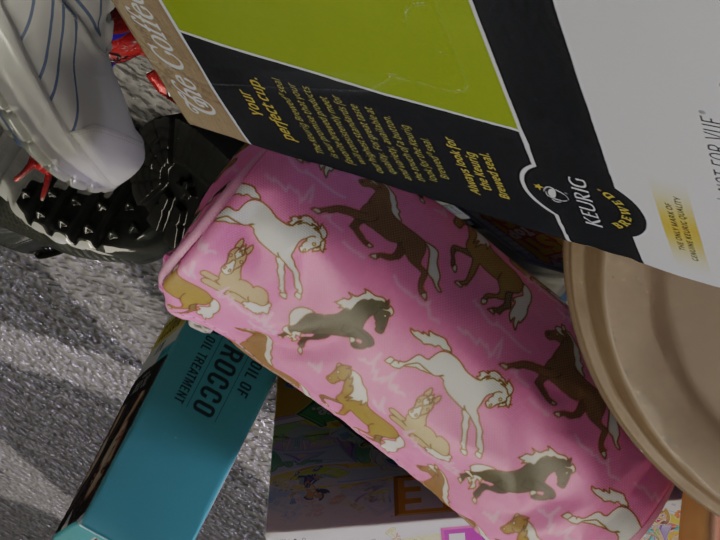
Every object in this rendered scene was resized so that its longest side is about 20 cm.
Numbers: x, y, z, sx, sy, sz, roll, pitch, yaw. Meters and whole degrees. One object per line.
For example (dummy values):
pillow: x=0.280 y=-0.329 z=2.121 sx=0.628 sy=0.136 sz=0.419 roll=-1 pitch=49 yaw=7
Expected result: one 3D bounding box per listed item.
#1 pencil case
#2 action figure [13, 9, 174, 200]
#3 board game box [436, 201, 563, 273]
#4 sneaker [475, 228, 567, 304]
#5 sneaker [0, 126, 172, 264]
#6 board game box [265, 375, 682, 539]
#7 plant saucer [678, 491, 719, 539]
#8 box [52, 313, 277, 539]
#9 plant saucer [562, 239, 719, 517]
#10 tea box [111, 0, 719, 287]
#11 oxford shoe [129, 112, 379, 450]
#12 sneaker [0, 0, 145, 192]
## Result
pencil case: x=0.025 y=0.031 z=0.730 sx=0.200 sy=0.083 sz=0.087 roll=36 pitch=156 yaw=-6
action figure: x=-0.153 y=-0.105 z=0.824 sx=0.199 sy=0.099 sz=0.065 roll=30 pitch=166 yaw=-17
board game box: x=0.030 y=-0.061 z=0.741 sx=0.200 sy=0.062 sz=0.200 roll=37 pitch=159 yaw=-24
sneaker: x=0.045 y=0.013 z=0.898 sx=0.072 sy=0.072 sz=0.200 roll=45 pitch=157 yaw=-26
sneaker: x=-0.156 y=-0.040 z=1.050 sx=0.199 sy=0.067 sz=0.091 roll=19 pitch=163 yaw=34
board game box: x=0.063 y=0.080 z=0.848 sx=0.199 sy=0.135 sz=0.034 roll=-5 pitch=114 yaw=2
plant saucer: x=0.183 y=0.105 z=0.747 sx=0.200 sy=0.201 sz=0.037 roll=37 pitch=153 yaw=-27
box: x=-0.067 y=0.041 z=0.923 sx=0.049 sy=0.201 sz=0.082 roll=29 pitch=161 yaw=-9
plant saucer: x=0.154 y=0.003 z=0.585 sx=0.199 sy=0.029 sz=0.201 roll=6 pitch=114 yaw=14
tea box: x=0.032 y=-0.114 z=0.485 sx=0.196 sy=0.134 sz=0.200 roll=18 pitch=158 yaw=24
oxford shoe: x=0.000 y=0.000 z=0.834 sx=0.200 sy=0.084 sz=0.073 roll=48 pitch=128 yaw=18
sneaker: x=-0.116 y=-0.108 z=0.735 sx=0.075 sy=0.087 sz=0.200 roll=46 pitch=167 yaw=43
